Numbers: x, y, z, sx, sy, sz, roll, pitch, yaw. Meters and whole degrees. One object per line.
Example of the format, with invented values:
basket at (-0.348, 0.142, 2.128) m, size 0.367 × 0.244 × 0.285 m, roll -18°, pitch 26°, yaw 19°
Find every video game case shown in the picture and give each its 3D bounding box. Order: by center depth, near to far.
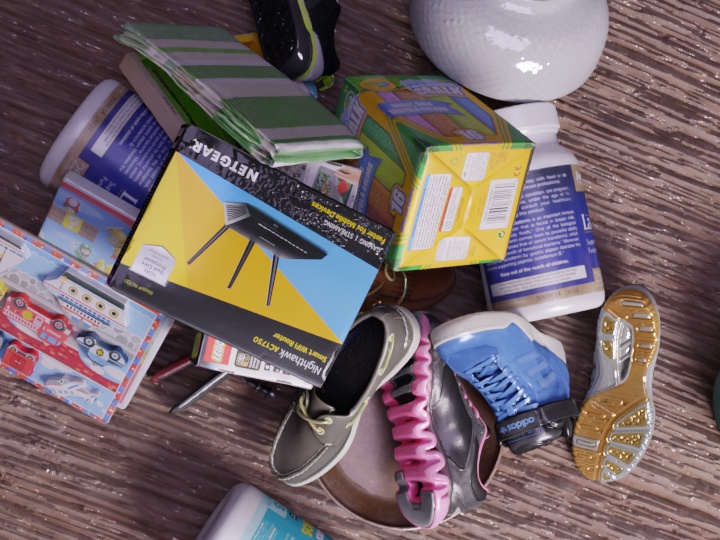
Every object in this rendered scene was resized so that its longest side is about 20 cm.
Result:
video game case at (-0.238, 0.023, 1.167) m, size 0.143 × 0.017 × 0.200 m, roll 30°, pitch 122°, yaw -5°

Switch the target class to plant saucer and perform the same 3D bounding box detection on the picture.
plant saucer at (0.041, 0.149, 1.251) m, size 0.199 × 0.037 × 0.202 m, roll 1°, pitch 85°, yaw -8°

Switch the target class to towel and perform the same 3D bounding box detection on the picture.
towel at (-0.102, -0.156, 1.124) m, size 0.200 × 0.152 × 0.023 m, roll 39°, pitch 116°, yaw 21°

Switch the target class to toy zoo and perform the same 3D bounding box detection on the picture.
toy zoo at (-0.113, -0.162, 1.204) m, size 0.200 × 0.020 × 0.131 m, roll -22°, pitch 70°, yaw -48°

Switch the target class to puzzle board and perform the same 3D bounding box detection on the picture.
puzzle board at (-0.293, 0.043, 1.172) m, size 0.199 × 0.017 × 0.151 m, roll 29°, pitch 123°, yaw -5°

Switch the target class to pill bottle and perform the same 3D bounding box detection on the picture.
pill bottle at (-0.182, -0.073, 1.185) m, size 0.200 × 0.116 × 0.116 m, roll 35°, pitch 82°, yaw -8°
pill bottle at (-0.059, 0.292, 1.187) m, size 0.200 × 0.111 × 0.111 m, roll 35°, pitch 82°, yaw -5°
pill bottle at (0.162, -0.053, 1.243) m, size 0.115 × 0.116 × 0.201 m, roll -11°, pitch 88°, yaw -9°

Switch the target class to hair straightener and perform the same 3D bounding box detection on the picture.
hair straightener at (-0.098, 0.086, 1.239) m, size 0.199 × 0.041 × 0.077 m, roll -29°, pitch 90°, yaw -14°

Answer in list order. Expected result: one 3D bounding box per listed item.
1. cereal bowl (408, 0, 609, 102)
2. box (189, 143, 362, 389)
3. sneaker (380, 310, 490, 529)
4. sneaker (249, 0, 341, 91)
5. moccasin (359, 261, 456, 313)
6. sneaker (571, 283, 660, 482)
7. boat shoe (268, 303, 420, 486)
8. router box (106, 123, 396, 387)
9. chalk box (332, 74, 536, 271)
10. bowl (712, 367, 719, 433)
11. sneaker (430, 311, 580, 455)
cereal bowl at (0.148, -0.263, 1.234) m, size 0.199 × 0.083 × 0.201 m, roll 5°, pitch 56°, yaw -8°
box at (-0.074, -0.005, 1.135) m, size 0.110 × 0.035 × 0.201 m, roll 13°, pitch 91°, yaw -19°
sneaker at (0.077, 0.137, 1.213) m, size 0.095 × 0.079 × 0.201 m, roll -3°, pitch 86°, yaw -31°
sneaker at (-0.063, -0.270, 1.264) m, size 0.083 × 0.072 × 0.201 m, roll 6°, pitch 73°, yaw -46°
moccasin at (0.000, -0.001, 1.221) m, size 0.200 × 0.078 × 0.074 m, roll 7°, pitch 48°, yaw -19°
sneaker at (0.260, 0.109, 1.268) m, size 0.075 × 0.088 × 0.201 m, roll 14°, pitch 107°, yaw 13°
boat shoe at (-0.026, 0.114, 1.175) m, size 0.072 × 0.060 × 0.202 m, roll 42°, pitch 103°, yaw 23°
router box at (-0.091, -0.012, 1.080) m, size 0.199 × 0.051 × 0.150 m, roll 26°, pitch 89°, yaw -16°
chalk box at (0.046, -0.104, 1.193) m, size 0.123 × 0.200 × 0.125 m, roll -6°, pitch 122°, yaw -31°
bowl at (0.430, 0.131, 1.274) m, size 0.200 × 0.105 × 0.202 m, roll 1°, pitch 86°, yaw -9°
sneaker at (0.139, 0.109, 1.190) m, size 0.076 × 0.200 × 0.112 m, roll -22°, pitch 65°, yaw 27°
